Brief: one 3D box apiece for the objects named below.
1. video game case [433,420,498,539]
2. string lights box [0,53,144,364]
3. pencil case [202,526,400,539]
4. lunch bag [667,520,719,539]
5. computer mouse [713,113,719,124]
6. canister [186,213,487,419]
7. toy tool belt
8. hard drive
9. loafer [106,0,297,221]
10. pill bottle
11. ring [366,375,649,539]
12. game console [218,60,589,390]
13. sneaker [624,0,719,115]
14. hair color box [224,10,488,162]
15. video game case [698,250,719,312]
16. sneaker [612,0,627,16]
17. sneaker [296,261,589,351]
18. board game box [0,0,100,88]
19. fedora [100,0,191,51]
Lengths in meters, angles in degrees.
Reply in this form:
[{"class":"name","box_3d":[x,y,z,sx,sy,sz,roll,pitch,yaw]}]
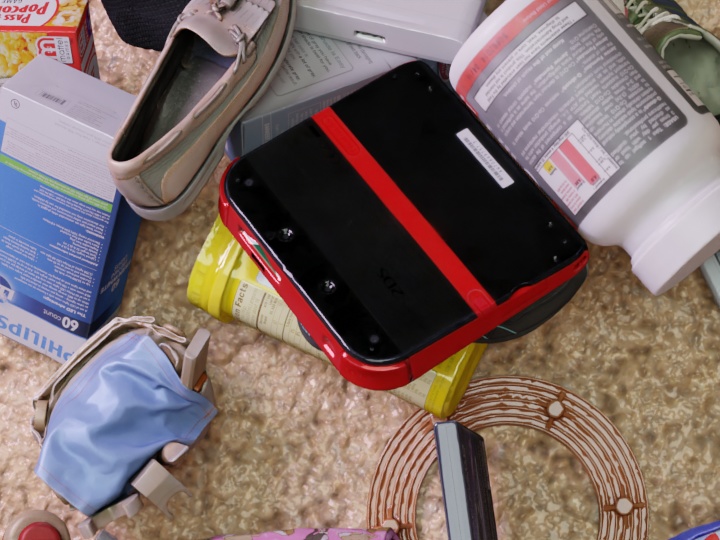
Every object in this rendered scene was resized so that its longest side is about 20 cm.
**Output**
[{"class":"video game case","box_3d":[0.074,0.174,1.412,0.019,0.200,0.144,-9,82,8]},{"class":"string lights box","box_3d":[-0.209,-0.037,1.505,0.102,0.059,0.200,25,126,9]},{"class":"pencil case","box_3d":[-0.065,0.226,1.495,0.199,0.083,0.087,-4,49,10]},{"class":"lunch bag","box_3d":[0.286,0.254,1.438,0.169,0.124,0.201,-21,88,4]},{"class":"computer mouse","box_3d":[0.232,-0.064,1.463,0.200,0.053,0.139,-21,103,40]},{"class":"canister","box_3d":[0.000,0.000,1.517,0.199,0.087,0.149,25,84,10]},{"class":"toy tool belt","box_3d":[-0.173,0.124,1.482,0.125,0.123,0.200,38,76,-7]},{"class":"hard drive","box_3d":[0.033,-0.230,1.521,0.131,0.027,0.200,13,50,9]},{"class":"loafer","box_3d":[-0.102,-0.130,1.411,0.072,0.063,0.201,15,71,30]},{"class":"pill bottle","box_3d":[0.160,-0.089,1.401,0.116,0.116,0.200,-40,80,0]},{"class":"ring","box_3d":[0.102,0.173,1.520,0.199,0.019,0.201,-1,82,6]},{"class":"game console","box_3d":[0.022,-0.031,1.393,0.177,0.031,0.200,-30,61,-17]},{"class":"sneaker","box_3d":[0.211,-0.162,1.515,0.067,0.090,0.200,-44,80,0]},{"class":"hair color box","box_3d":[-0.014,-0.145,1.502,0.199,0.061,0.099,-22,53,-19]},{"class":"video game case","box_3d":[0.344,0.014,1.512,0.181,0.023,0.201,-25,80,3]},{"class":"sneaker","box_3d":[0.131,-0.207,1.500,0.080,0.074,0.201,-14,75,45]},{"class":"sneaker","box_3d":[0.054,0.015,1.427,0.199,0.079,0.076,-15,80,2]},{"class":"board game box","box_3d":[-0.284,-0.122,1.541,0.199,0.152,0.046,2,41,7]},{"class":"fedora","box_3d":[-0.118,-0.210,1.543,0.200,0.201,0.092,-16,113,4]}]
